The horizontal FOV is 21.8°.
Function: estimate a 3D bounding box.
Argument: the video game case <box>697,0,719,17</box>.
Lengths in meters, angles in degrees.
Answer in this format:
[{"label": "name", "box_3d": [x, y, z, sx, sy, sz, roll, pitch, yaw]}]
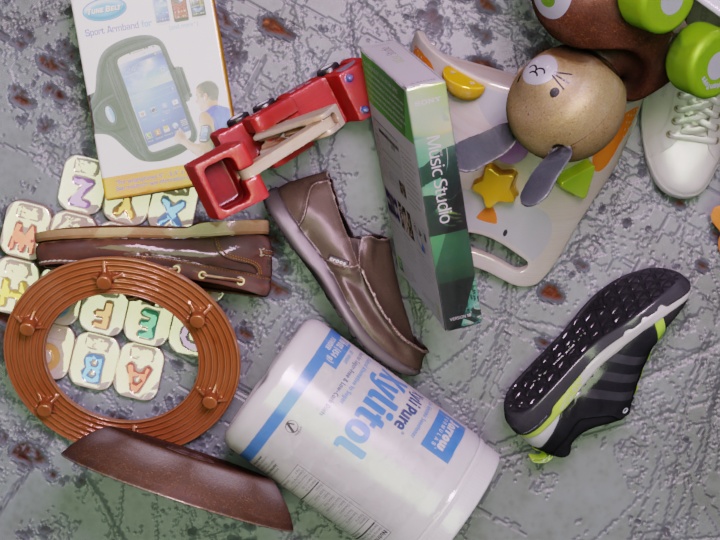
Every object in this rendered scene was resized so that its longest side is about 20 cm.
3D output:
[{"label": "video game case", "box_3d": [0.296, -0.236, 1.467, 0.182, 0.200, 0.024, 37, 120, 11]}]

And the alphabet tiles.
[{"label": "alphabet tiles", "box_3d": [-0.215, 0.007, 1.609, 0.200, 0.015, 0.196, 13, 96, 0]}]

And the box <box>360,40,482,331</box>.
[{"label": "box", "box_3d": [0.048, -0.069, 1.471, 0.036, 0.144, 0.200, -15, 113, -9]}]

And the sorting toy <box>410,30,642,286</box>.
[{"label": "sorting toy", "box_3d": [0.116, -0.080, 1.563, 0.200, 0.107, 0.180, 15, 115, 0]}]

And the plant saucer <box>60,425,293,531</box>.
[{"label": "plant saucer", "box_3d": [-0.144, 0.166, 1.532, 0.200, 0.200, 0.037, 18, 85, 0]}]

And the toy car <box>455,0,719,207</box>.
[{"label": "toy car", "box_3d": [0.152, -0.145, 1.415, 0.200, 0.164, 0.158, -52, 132, -6]}]

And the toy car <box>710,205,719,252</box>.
[{"label": "toy car", "box_3d": [0.354, -0.075, 1.530, 0.177, 0.184, 0.200, 44, 124, -2]}]

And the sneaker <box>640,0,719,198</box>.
[{"label": "sneaker", "box_3d": [0.275, -0.157, 1.543, 0.073, 0.085, 0.200, 5, 97, 0]}]

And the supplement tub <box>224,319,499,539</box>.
[{"label": "supplement tub", "box_3d": [0.000, 0.146, 1.557, 0.200, 0.132, 0.132, 35, 95, -2]}]

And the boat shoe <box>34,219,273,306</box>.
[{"label": "boat shoe", "box_3d": [-0.173, -0.005, 1.563, 0.200, 0.070, 0.070, -1, 89, 1]}]

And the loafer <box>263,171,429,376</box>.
[{"label": "loafer", "box_3d": [0.000, 0.000, 1.571, 0.071, 0.073, 0.200, -36, 94, 4]}]

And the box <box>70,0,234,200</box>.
[{"label": "box", "box_3d": [-0.172, -0.166, 1.574, 0.119, 0.041, 0.200, -10, 96, 0]}]

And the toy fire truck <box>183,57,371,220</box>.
[{"label": "toy fire truck", "box_3d": [-0.056, -0.111, 1.504, 0.200, 0.141, 0.049, -30, 104, -15]}]

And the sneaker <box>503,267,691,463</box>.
[{"label": "sneaker", "box_3d": [0.208, 0.082, 1.588, 0.200, 0.072, 0.083, -42, 117, 6]}]

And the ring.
[{"label": "ring", "box_3d": [-0.201, 0.077, 1.570, 0.200, 0.019, 0.201, 2, 121, 3]}]
